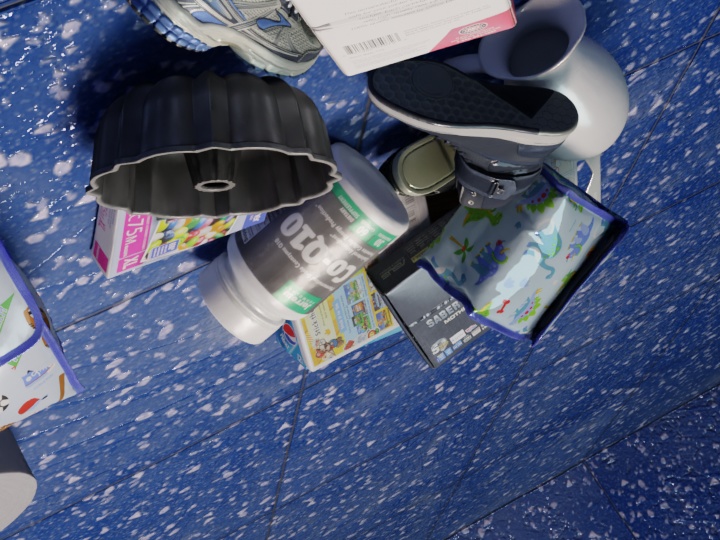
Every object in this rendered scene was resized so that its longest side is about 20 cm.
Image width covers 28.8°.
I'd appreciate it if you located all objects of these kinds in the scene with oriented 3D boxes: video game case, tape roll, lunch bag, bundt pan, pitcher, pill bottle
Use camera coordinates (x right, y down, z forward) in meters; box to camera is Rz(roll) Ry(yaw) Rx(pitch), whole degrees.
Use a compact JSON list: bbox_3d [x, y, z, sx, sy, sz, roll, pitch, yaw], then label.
[{"bbox_3d":[0.000,0.000,1.547,0.182,0.023,0.200,-27,135,-14],"label":"video game case"},{"bbox_3d":[-0.447,0.244,1.484,0.200,0.066,0.200,-29,159,-13],"label":"tape roll"},{"bbox_3d":[0.188,-0.016,1.486,0.170,0.127,0.200,-52,143,10],"label":"lunch bag"},{"bbox_3d":[-0.117,-0.102,1.112,0.202,0.076,0.202,-4,168,-1],"label":"bundt pan"},{"bbox_3d":[-0.343,0.061,1.162,0.170,0.124,0.200,-29,145,-12],"label":"lunch bag"},{"bbox_3d":[0.173,-0.180,1.407,0.171,0.121,0.200,-18,153,19],"label":"pitcher"},{"bbox_3d":[-0.059,-0.023,1.390,0.200,0.113,0.113,-41,158,18],"label":"pill bottle"}]

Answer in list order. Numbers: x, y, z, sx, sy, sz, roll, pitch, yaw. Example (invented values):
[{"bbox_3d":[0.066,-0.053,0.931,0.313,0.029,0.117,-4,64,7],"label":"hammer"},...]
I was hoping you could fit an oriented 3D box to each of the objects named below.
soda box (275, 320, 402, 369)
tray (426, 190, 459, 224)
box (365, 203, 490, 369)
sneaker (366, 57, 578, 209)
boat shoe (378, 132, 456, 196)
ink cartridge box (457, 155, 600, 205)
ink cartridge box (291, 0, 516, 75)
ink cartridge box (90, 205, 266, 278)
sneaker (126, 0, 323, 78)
[{"bbox_3d":[0.000,0.043,1.662,0.200,0.068,0.064,-21,131,-30],"label":"soda box"},{"bbox_3d":[0.105,-0.059,1.660,0.200,0.037,0.099,-18,154,-37],"label":"tray"},{"bbox_3d":[0.123,0.001,1.576,0.200,0.051,0.158,-36,136,-2],"label":"box"},{"bbox_3d":[0.088,-0.126,1.346,0.202,0.077,0.146,13,150,-12],"label":"sneaker"},{"bbox_3d":[0.098,-0.122,1.474,0.199,0.075,0.066,-30,-171,-34],"label":"boat shoe"},{"bbox_3d":[0.196,-0.092,1.621,0.173,0.044,0.200,-29,138,-18],"label":"ink cartridge box"},{"bbox_3d":[0.028,-0.226,1.027,0.146,0.083,0.200,-15,168,9],"label":"ink cartridge box"},{"bbox_3d":[-0.144,-0.068,1.277,0.200,0.042,0.119,-24,158,-27],"label":"ink cartridge box"},{"bbox_3d":[-0.076,-0.200,1.035,0.085,0.077,0.200,-50,156,22],"label":"sneaker"}]
